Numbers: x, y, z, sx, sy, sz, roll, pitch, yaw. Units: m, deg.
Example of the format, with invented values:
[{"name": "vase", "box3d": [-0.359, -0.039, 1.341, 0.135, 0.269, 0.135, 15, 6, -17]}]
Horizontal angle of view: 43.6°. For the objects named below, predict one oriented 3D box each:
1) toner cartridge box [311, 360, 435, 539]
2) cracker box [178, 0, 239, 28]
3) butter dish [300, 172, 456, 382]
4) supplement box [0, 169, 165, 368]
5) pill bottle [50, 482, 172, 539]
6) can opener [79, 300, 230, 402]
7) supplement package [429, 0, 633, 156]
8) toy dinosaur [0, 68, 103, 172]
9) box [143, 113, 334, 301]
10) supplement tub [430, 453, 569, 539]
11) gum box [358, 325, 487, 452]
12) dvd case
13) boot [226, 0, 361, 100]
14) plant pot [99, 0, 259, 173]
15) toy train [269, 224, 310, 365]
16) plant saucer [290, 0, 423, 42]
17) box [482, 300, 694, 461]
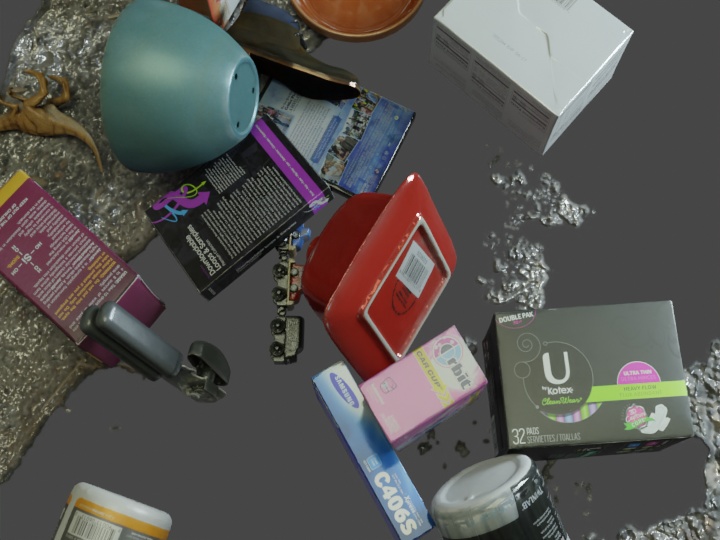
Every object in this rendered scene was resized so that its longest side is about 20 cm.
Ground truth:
[{"name": "toner cartridge box", "box3d": [0.013, 0.204, 0.989, 0.043, 0.095, 0.202, -28, 74, -10]}, {"name": "cracker box", "box3d": [-0.173, -0.431, 1.181, 0.057, 0.134, 0.203, 23, 73, 8]}, {"name": "butter dish", "box3d": [0.000, 0.000, 1.030, 0.146, 0.201, 0.201, 23, 72, 33]}, {"name": "supplement box", "box3d": [-0.340, 0.001, 1.042, 0.199, 0.131, 0.104, 39, 77, 13]}, {"name": "pill bottle", "box3d": [-0.283, 0.336, 0.937, 0.114, 0.117, 0.204, 18, 73, 6]}, {"name": "can opener", "box3d": [-0.219, 0.085, 0.995, 0.052, 0.200, 0.068, -12, 48, 33]}, {"name": "supplement package", "box3d": [0.211, -0.282, 1.140, 0.199, 0.111, 0.156, 42, 77, 12]}, {"name": "toy dinosaur", "box3d": [-0.401, -0.197, 1.157, 0.195, 0.060, 0.109, 12, 96, 10]}, {"name": "box", "box3d": [-0.149, -0.079, 1.093, 0.199, 0.036, 0.144, -38, 64, -5]}, {"name": "supplement tub", "box3d": [0.162, 0.304, 0.919, 0.121, 0.122, 0.204, -24, 94, -8]}, {"name": "gum box", "box3d": [0.068, 0.132, 0.961, 0.112, 0.200, 0.067, -31, 76, -3]}, {"name": "dvd case", "box3d": [-0.045, -0.183, 1.158, 0.197, 0.018, 0.145, 26, 75, 8]}, {"name": "boot", "box3d": [-0.083, -0.284, 1.143, 0.196, 0.075, 0.099, 16, 75, 8]}, {"name": "plant pot", "box3d": [-0.197, -0.211, 1.062, 0.132, 0.201, 0.204, 8, 71, 15]}, {"name": "toy train", "box3d": [-0.084, 0.013, 1.085, 0.045, 0.034, 0.205, 1, 72, -1]}, {"name": "plant saucer", "box3d": [-0.005, -0.398, 1.223, 0.195, 0.032, 0.205, 0, 72, 0]}, {"name": "box", "box3d": [0.245, 0.127, 0.997, 0.195, 0.125, 0.152, -5, 72, 0]}]
